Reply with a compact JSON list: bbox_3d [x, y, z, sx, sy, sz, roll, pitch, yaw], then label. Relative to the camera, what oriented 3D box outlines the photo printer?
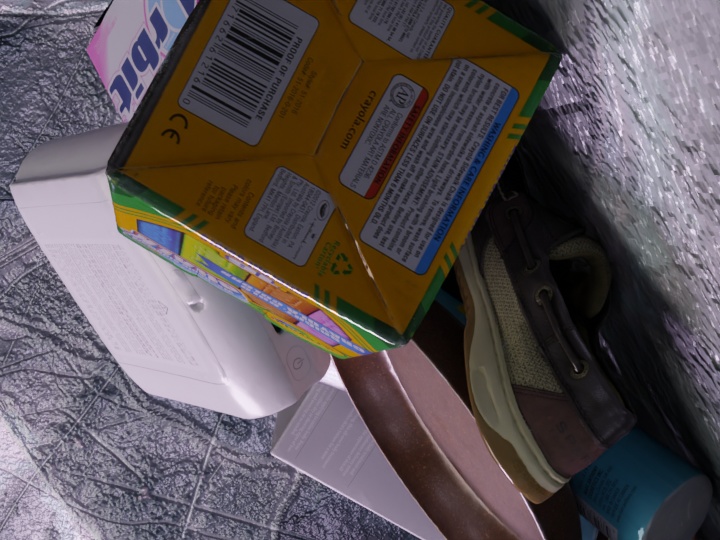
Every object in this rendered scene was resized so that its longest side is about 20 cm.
[{"bbox_3d":[-0.103,-0.003,0.762,0.168,0.069,0.199,59,156,-16],"label":"photo printer"}]

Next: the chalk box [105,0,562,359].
[{"bbox_3d":[-0.021,-0.046,0.578,0.123,0.126,0.200,29,172,-5],"label":"chalk box"}]

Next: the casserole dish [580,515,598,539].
[{"bbox_3d":[0.104,0.189,0.877,0.121,0.038,0.202,-83,9,-65],"label":"casserole dish"}]

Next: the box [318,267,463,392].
[{"bbox_3d":[0.000,0.000,0.801,0.198,0.049,0.163,15,136,30],"label":"box"}]

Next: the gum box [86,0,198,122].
[{"bbox_3d":[-0.084,-0.164,0.875,0.066,0.200,0.114,-6,-123,-43],"label":"gum box"}]

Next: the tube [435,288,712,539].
[{"bbox_3d":[0.082,0.069,0.699,0.199,0.050,0.078,37,141,38],"label":"tube"}]

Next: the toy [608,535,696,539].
[{"bbox_3d":[0.153,0.137,0.755,0.115,0.047,0.202,41,-155,-83],"label":"toy"}]

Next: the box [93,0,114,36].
[{"bbox_3d":[-0.077,-0.139,1.039,0.201,0.146,0.105,61,-153,-28],"label":"box"}]

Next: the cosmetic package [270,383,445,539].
[{"bbox_3d":[0.049,0.116,0.963,0.198,0.107,0.090,31,-160,-11],"label":"cosmetic package"}]

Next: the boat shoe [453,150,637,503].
[{"bbox_3d":[0.080,0.009,0.612,0.073,0.064,0.202,48,-155,-40],"label":"boat shoe"}]

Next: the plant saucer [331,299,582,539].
[{"bbox_3d":[0.047,0.081,0.697,0.201,0.034,0.201,50,162,22],"label":"plant saucer"}]

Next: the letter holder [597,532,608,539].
[{"bbox_3d":[0.151,0.244,0.915,0.101,0.141,0.200,60,179,-3],"label":"letter holder"}]
